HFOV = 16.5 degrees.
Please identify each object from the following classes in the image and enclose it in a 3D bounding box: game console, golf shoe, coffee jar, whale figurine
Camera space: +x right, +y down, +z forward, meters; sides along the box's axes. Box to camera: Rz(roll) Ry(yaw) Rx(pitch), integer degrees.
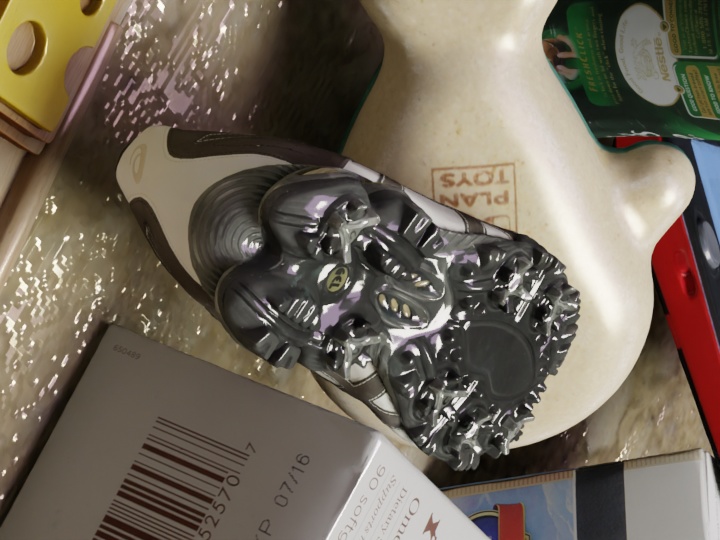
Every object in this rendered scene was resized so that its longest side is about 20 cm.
[{"bbox_3d":[0.168,0.019,1.075,0.200,0.031,0.178,5,64,-68],"label":"game console"},{"bbox_3d":[0.000,0.000,0.784,0.078,0.094,0.200,-56,146,-2],"label":"golf shoe"},{"bbox_3d":[0.123,-0.092,0.898,0.104,0.199,0.086,-38,121,-40],"label":"coffee jar"},{"bbox_3d":[0.037,-0.036,0.876,0.104,0.158,0.201,-93,178,-61],"label":"whale figurine"}]

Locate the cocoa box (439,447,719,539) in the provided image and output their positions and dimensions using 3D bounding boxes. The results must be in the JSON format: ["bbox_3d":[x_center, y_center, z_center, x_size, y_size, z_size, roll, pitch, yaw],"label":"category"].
[{"bbox_3d":[0.105,0.192,1.021,0.133,0.131,0.201,40,44,-57],"label":"cocoa box"}]

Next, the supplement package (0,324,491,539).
[{"bbox_3d":[-0.025,0.123,0.862,0.117,0.117,0.200,-63,148,-13],"label":"supplement package"}]

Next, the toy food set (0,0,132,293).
[{"bbox_3d":[-0.111,-0.038,0.696,0.143,0.060,0.201,37,75,-57],"label":"toy food set"}]
